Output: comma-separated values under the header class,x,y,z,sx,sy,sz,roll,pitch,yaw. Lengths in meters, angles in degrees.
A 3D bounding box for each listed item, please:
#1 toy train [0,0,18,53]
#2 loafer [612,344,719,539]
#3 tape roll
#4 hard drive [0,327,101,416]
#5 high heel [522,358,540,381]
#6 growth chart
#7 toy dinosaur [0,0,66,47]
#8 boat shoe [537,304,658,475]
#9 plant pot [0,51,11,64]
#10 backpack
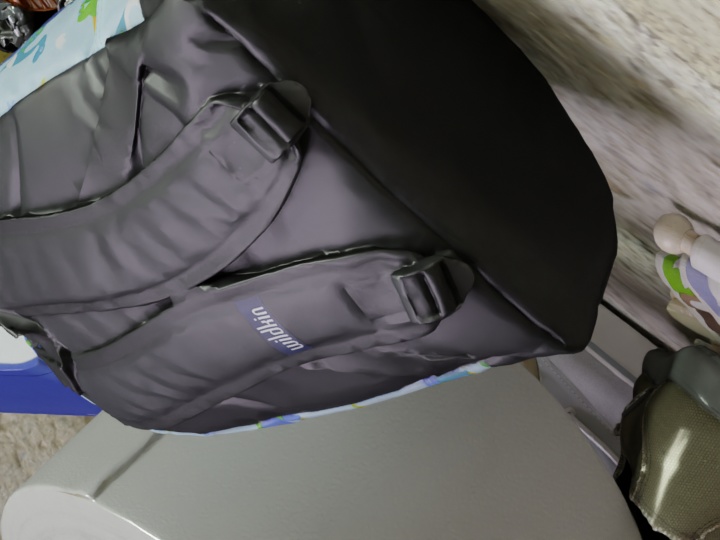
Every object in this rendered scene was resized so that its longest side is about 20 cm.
class,x,y,z,sx,sy,sz,roll,pitch,yaw
toy train,-0.112,-0.091,1.064,0.034,0.046,0.201,3,129,58
loafer,0.119,0.073,1.050,0.075,0.070,0.200,36,176,10
tape roll,-0.013,0.112,1.022,0.202,0.139,0.203,35,152,22
hard drive,-0.154,0.040,1.190,0.131,0.026,0.200,1,172,18
high heel,0.000,0.000,1.107,0.200,0.071,0.143,48,161,18
growth chart,0.158,0.038,0.939,0.144,0.018,0.200,33,174,26
toy dinosaur,-0.073,-0.079,0.958,0.200,0.102,0.136,56,171,35
boat shoe,0.054,0.026,1.185,0.200,0.069,0.072,36,174,-14
plant pot,-0.197,-0.065,1.236,0.199,0.196,0.194,31,172,-3
backpack,-0.039,-0.026,0.833,0.163,0.154,0.200,41,132,-17
